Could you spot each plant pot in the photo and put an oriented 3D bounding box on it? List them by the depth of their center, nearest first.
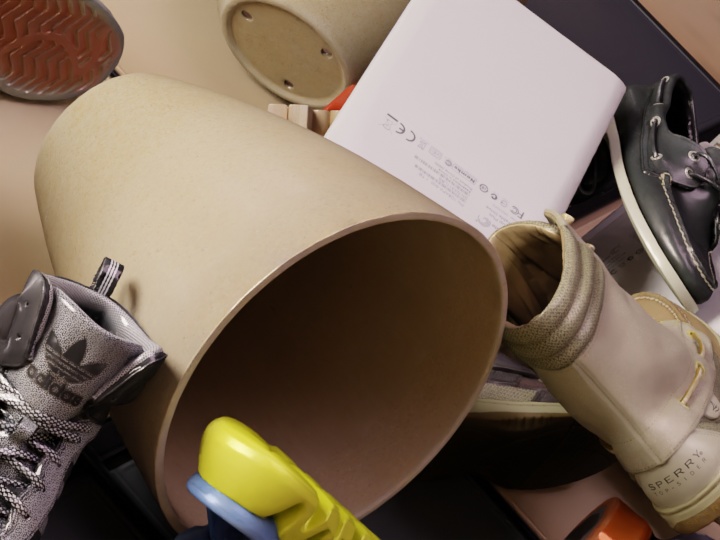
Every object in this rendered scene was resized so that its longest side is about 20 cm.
[{"bbox_3d":[-0.065,-0.001,1.009,0.187,0.188,0.200,8,28,-46],"label":"plant pot"},{"bbox_3d":[-0.011,-0.177,1.309,0.200,0.200,0.135,39,61,-6],"label":"plant pot"}]

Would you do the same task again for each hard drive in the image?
[{"bbox_3d":[0.059,-0.074,1.176,0.132,0.025,0.200,36,48,-6],"label":"hard drive"},{"bbox_3d":[0.201,-0.005,1.269,0.027,0.132,0.200,53,-3,-24],"label":"hard drive"}]

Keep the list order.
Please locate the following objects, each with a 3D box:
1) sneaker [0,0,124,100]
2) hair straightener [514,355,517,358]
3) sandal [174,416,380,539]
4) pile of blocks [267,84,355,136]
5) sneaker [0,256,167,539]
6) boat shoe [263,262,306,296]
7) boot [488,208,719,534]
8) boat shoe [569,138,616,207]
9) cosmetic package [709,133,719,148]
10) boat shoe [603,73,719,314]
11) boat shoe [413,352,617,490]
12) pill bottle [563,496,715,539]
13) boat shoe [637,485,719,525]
[{"bbox_3d":[-0.208,-0.150,1.118,0.200,0.071,0.080,19,26,-49],"label":"sneaker"},{"bbox_3d":[0.099,0.015,1.252,0.200,0.041,0.077,-96,161,-76],"label":"hair straightener"},{"bbox_3d":[-0.024,0.144,0.941,0.200,0.087,0.079,43,-5,-37],"label":"sandal"},{"bbox_3d":[0.022,-0.074,1.268,0.200,0.082,0.062,4,88,-48],"label":"pile of blocks"},{"bbox_3d":[-0.139,0.068,0.856,0.075,0.114,0.200,33,29,-14],"label":"sneaker"},{"bbox_3d":[0.000,0.000,1.179,0.200,0.069,0.057,7,44,-57],"label":"boat shoe"},{"bbox_3d":[0.120,0.028,1.092,0.155,0.072,0.200,45,16,-19],"label":"boot"},{"bbox_3d":[0.113,-0.076,1.302,0.200,0.062,0.075,13,64,-68],"label":"boat shoe"},{"bbox_3d":[0.283,0.020,1.386,0.166,0.167,0.200,36,28,-18],"label":"cosmetic package"},{"bbox_3d":[0.186,-0.052,1.248,0.075,0.066,0.200,57,14,-28],"label":"boat shoe"},{"bbox_3d":[0.069,0.073,1.154,0.200,0.072,0.066,6,49,-41],"label":"boat shoe"},{"bbox_3d":[0.176,0.203,1.070,0.200,0.106,0.106,42,28,1],"label":"pill bottle"},{"bbox_3d":[0.184,0.101,1.256,0.200,0.074,0.076,34,29,33],"label":"boat shoe"}]
